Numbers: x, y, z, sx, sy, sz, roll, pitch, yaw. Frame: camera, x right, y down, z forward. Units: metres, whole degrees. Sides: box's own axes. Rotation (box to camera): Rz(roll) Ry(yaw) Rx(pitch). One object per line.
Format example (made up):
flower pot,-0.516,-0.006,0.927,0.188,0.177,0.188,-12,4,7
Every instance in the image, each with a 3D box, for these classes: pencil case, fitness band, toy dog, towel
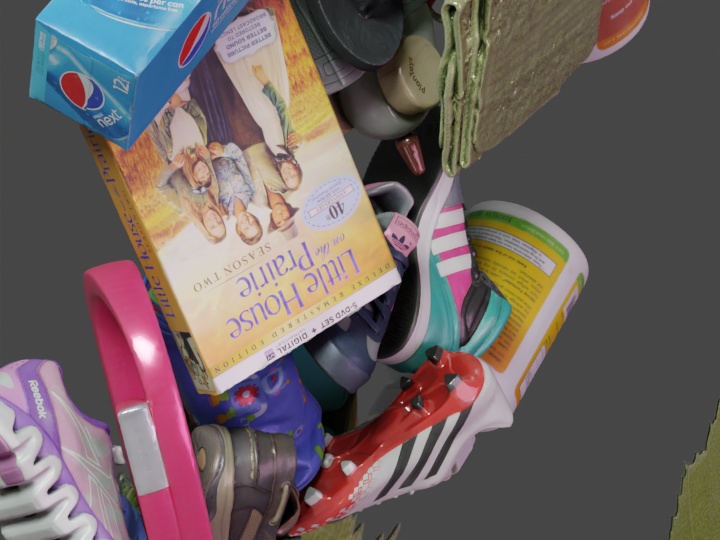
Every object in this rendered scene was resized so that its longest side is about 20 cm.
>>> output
pencil case,-0.077,0.066,1.121,0.086,0.078,0.201,-26,137,-7
fitness band,-0.122,0.091,1.006,0.037,0.144,0.201,-14,116,-10
toy dog,0.044,-0.143,1.186,0.200,0.132,0.097,-45,120,-24
towel,0.107,-0.164,1.137,0.200,0.036,0.149,-43,148,-40

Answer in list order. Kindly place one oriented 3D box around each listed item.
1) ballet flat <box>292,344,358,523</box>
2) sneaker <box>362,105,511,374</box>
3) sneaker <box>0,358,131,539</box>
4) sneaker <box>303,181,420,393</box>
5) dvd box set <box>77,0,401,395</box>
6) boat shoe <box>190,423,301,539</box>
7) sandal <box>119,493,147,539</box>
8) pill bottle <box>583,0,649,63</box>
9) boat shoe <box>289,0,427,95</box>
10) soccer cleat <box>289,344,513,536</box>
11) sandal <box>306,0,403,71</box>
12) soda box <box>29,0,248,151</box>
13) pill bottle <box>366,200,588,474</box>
ballet flat,-0.032,0.091,1.247,0.063,0.068,0.201,-78,170,-56
sneaker,0.060,-0.009,1.261,0.121,0.083,0.201,36,56,-47
sneaker,-0.162,0.131,0.986,0.201,0.080,0.089,62,34,-22
sneaker,0.000,0.000,1.126,0.070,0.082,0.200,48,18,-25
dvd box set,-0.071,-0.050,1.007,0.146,0.029,0.201,-30,107,-28
boat shoe,-0.073,0.165,1.115,0.200,0.073,0.075,102,-17,-58
sandal,-0.138,0.210,1.093,0.080,0.087,0.201,-50,141,-28
pill bottle,0.147,-0.258,1.287,0.112,0.112,0.200,-56,147,-25
boat shoe,-0.024,-0.161,1.103,0.202,0.065,0.075,-47,114,-39
soccer cleat,0.016,0.133,1.203,0.200,0.069,0.085,-38,129,9
sandal,0.007,-0.220,1.069,0.075,0.048,0.202,19,63,-33
soda box,-0.098,-0.163,0.945,0.200,0.064,0.068,-58,173,-33
pill bottle,0.087,0.054,1.359,0.201,0.111,0.111,-58,147,-23
